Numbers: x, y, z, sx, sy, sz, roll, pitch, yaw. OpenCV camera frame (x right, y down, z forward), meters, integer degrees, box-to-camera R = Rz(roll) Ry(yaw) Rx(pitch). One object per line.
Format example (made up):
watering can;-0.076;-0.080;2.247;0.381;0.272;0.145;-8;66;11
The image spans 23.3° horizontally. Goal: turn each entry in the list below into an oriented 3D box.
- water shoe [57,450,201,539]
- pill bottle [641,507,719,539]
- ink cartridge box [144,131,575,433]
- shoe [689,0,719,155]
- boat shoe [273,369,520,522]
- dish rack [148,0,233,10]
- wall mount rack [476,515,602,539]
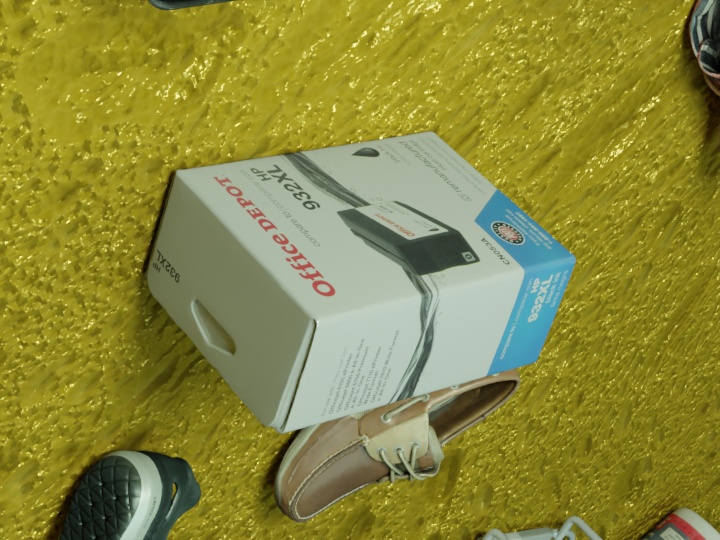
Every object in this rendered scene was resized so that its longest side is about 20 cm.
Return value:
water shoe;-0.167;0.205;1.123;0.079;0.072;0.200;8;121;-53
pill bottle;0.278;0.337;1.700;0.200;0.120;0.120;-39;146;-8
ink cartridge box;0.000;0.000;1.013;0.199;0.145;0.084;-12;135;-39
shoe;0.269;-0.137;1.226;0.091;0.071;0.201;-19;134;-31
boat shoe;0.027;0.111;1.229;0.200;0.072;0.076;-39;146;-8
dish rack;-0.035;-0.227;0.813;0.153;0.055;0.201;-17;137;-37
wall mount rack;0.128;0.298;1.536;0.199;0.075;0.174;0;127;-46
